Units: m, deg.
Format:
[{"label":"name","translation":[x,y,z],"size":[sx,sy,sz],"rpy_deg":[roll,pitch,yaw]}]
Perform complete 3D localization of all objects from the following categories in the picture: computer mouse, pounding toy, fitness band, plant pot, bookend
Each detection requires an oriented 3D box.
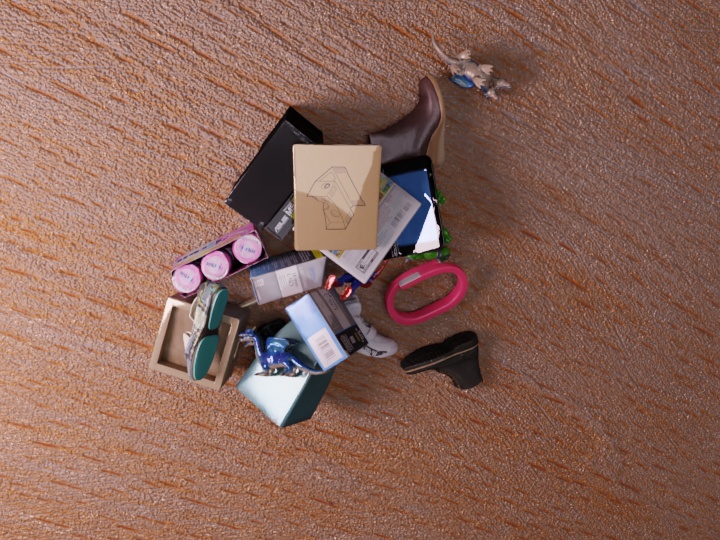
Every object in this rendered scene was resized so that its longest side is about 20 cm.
[{"label":"computer mouse","translation":[-0.165,0.112,1.331],"size":[0.199,0.034,0.059],"rpy_deg":[-33,126,-10]},{"label":"pounding toy","translation":[-0.318,0.126,1.261],"size":[0.183,0.142,0.202],"rpy_deg":[18,97,0]},{"label":"fitness band","translation":[0.151,0.051,1.352],"size":[0.199,0.038,0.144],"rpy_deg":[-24,131,0]},{"label":"plant pot","translation":[-0.136,0.206,1.267],"size":[0.141,0.141,0.201],"rpy_deg":[36,99,21]},{"label":"bookend","translation":[-0.170,-0.213,1.182],"size":[0.092,0.199,0.200],"rpy_deg":[36,105,-17]}]

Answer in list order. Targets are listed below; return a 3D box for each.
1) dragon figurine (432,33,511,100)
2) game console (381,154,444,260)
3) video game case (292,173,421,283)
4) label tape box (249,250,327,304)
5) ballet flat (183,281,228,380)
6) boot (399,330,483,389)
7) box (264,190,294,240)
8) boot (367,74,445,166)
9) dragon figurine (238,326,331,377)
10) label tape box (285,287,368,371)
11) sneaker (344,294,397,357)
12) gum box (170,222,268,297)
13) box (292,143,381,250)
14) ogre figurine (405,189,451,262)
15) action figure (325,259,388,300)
[{"label":"dragon figurine","translation":[0.230,-0.428,1.258],"size":[0.199,0.099,0.059],"rpy_deg":[28,100,3]},{"label":"game console","translation":[0.061,-0.124,1.204],"size":[0.171,0.118,0.202],"rpy_deg":[-11,93,-33]},{"label":"video game case","translation":[-0.006,-0.108,1.170],"size":[0.181,0.023,0.201],"rpy_deg":[36,83,-4]},{"label":"label tape box","translation":[-0.130,-0.002,1.241],"size":[0.198,0.144,0.064],"rpy_deg":[-17,106,-7]},{"label":"ballet flat","translation":[-0.315,0.116,1.164],"size":[0.074,0.074,0.202],"rpy_deg":[17,95,-15]},{"label":"boot","translation":[0.205,0.247,1.417],"size":[0.198,0.078,0.139],"rpy_deg":[-18,111,-6]},{"label":"box","translation":[-0.124,-0.164,1.204],"size":[0.044,0.160,0.200],"rpy_deg":[37,94,-18]},{"label":"boot","translation":[0.097,-0.307,1.260],"size":[0.165,0.072,0.202],"rpy_deg":[-12,109,-11]},{"label":"dragon figurine","translation":[-0.160,0.164,1.183],"size":[0.198,0.059,0.100],"rpy_deg":[-2,78,18]},{"label":"label tape box","translation":[-0.053,0.108,1.195],"size":[0.063,0.200,0.145],"rpy_deg":[-34,84,18]},{"label":"sneaker","translation":[0.003,0.125,1.342],"size":[0.198,0.075,0.116],"rpy_deg":[14,103,-11]},{"label":"gum box","translation":[-0.297,-0.024,1.226],"size":[0.199,0.114,0.067],"rpy_deg":[-26,107,-4]},{"label":"box","translation":[-0.045,-0.136,1.103],"size":[0.162,0.021,0.202],"rpy_deg":[-1,111,-9]},{"label":"ogre figurine","translation":[0.132,-0.101,1.310],"size":[0.119,0.098,0.201],"rpy_deg":[-26,130,-21]},{"label":"action figure","translation":[0.000,0.000,1.254],"size":[0.065,0.200,0.099],"rpy_deg":[36,104,9]}]
